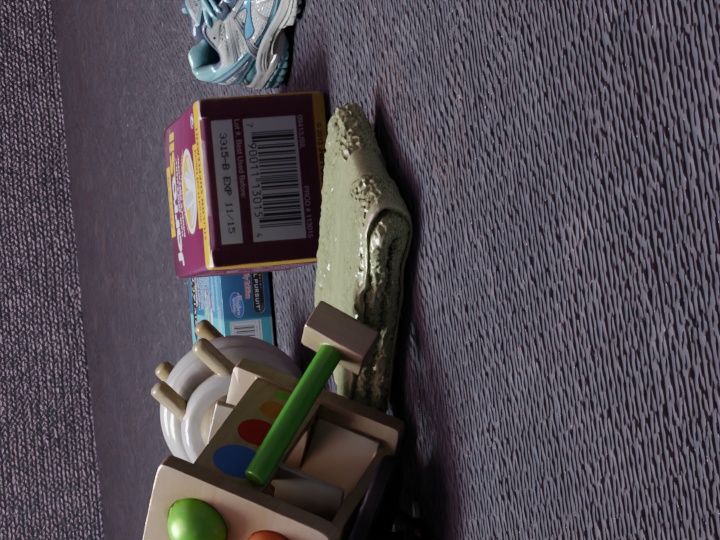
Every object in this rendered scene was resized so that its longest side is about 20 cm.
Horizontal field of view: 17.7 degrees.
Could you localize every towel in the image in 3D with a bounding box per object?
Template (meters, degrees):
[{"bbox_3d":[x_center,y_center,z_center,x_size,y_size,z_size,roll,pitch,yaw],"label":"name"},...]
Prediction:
[{"bbox_3d":[0.000,0.000,1.588,0.149,0.036,0.201,-109,18,-51],"label":"towel"}]

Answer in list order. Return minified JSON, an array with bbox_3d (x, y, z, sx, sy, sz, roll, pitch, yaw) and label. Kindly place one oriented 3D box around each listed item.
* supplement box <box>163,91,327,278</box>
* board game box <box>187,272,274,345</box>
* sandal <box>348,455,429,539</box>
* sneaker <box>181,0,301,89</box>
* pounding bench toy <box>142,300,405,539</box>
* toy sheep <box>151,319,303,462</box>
[{"bbox_3d":[-0.090,-0.065,1.817,0.200,0.102,0.132,164,100,-78],"label":"supplement box"},{"bbox_3d":[-0.122,0.008,2.121,0.200,0.047,0.152,-176,81,-78],"label":"board game box"},{"bbox_3d":[0.019,0.201,1.533,0.076,0.048,0.202,-60,-19,-47],"label":"sandal"},{"bbox_3d":[-0.096,-0.213,1.827,0.201,0.086,0.078,100,160,-50],"label":"sneaker"},{"bbox_3d":[-0.057,0.136,1.512,0.156,0.123,0.201,-52,-20,-55],"label":"pounding bench toy"},{"bbox_3d":[-0.103,0.112,1.888,0.200,0.137,0.139,-89,-3,-79],"label":"toy sheep"}]
